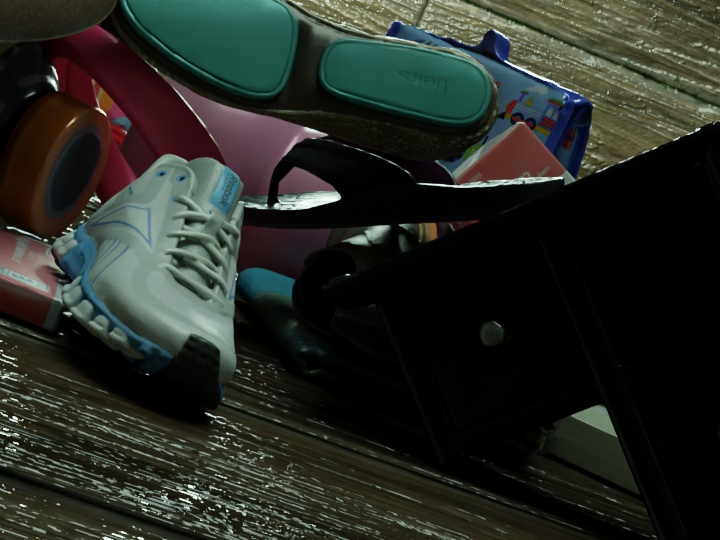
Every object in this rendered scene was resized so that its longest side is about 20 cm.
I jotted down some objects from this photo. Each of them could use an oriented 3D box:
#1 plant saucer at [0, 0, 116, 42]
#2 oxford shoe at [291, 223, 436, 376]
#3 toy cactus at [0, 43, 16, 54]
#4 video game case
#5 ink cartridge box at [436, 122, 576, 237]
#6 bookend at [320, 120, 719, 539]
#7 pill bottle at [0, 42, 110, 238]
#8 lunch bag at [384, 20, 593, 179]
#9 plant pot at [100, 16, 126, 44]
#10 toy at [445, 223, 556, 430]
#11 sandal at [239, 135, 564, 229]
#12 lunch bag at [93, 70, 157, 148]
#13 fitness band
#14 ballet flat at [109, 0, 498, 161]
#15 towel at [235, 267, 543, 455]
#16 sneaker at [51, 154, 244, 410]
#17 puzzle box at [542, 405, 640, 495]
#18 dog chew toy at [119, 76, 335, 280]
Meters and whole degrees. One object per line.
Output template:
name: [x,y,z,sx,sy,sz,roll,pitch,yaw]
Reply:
plant saucer: [-0.207,-0.169,1.138,0.200,0.035,0.200,16,27,-8]
oxford shoe: [0.000,0.000,1.286,0.073,0.071,0.200,16,10,-15]
toy cactus: [-0.221,-0.109,1.126,0.165,0.102,0.200,-29,50,-33]
video game case: [-0.227,-0.026,1.103,0.200,0.017,0.143,21,6,-7]
ink cartridge box: [0.127,0.013,1.427,0.200,0.067,0.116,48,-8,-2]
bookend: [0.115,0.059,1.127,0.200,0.199,0.092,-21,-2,10]
pill bottle: [-0.227,-0.087,1.222,0.200,0.106,0.106,25,6,17]
lunch bag: [0.057,-0.057,1.550,0.150,0.200,0.094,25,6,33]
plant pot: [-0.175,-0.214,1.350,0.178,0.199,0.200,54,24,-29]
toy: [0.087,0.023,1.290,0.115,0.047,0.200,62,-3,3]
sandal: [0.013,-0.048,1.258,0.200,0.048,0.075,-2,5,28]
lunch bag: [-0.218,-0.128,1.630,0.176,0.082,0.200,21,-7,-17]
fitness band: [-0.120,-0.065,1.274,0.144,0.037,0.200,51,-17,7]
ballet flat: [-0.031,-0.096,1.203,0.200,0.071,0.065,20,-22,-1]
towel: [0.011,0.048,1.321,0.146,0.022,0.200,20,8,-15]
sneaker: [-0.083,-0.008,1.062,0.075,0.087,0.200,38,5,-24]
puzzle box: [0.188,0.113,1.359,0.133,0.025,0.200,24,6,18]
dog chew toy: [-0.046,-0.040,1.457,0.200,0.125,0.125,31,6,4]
